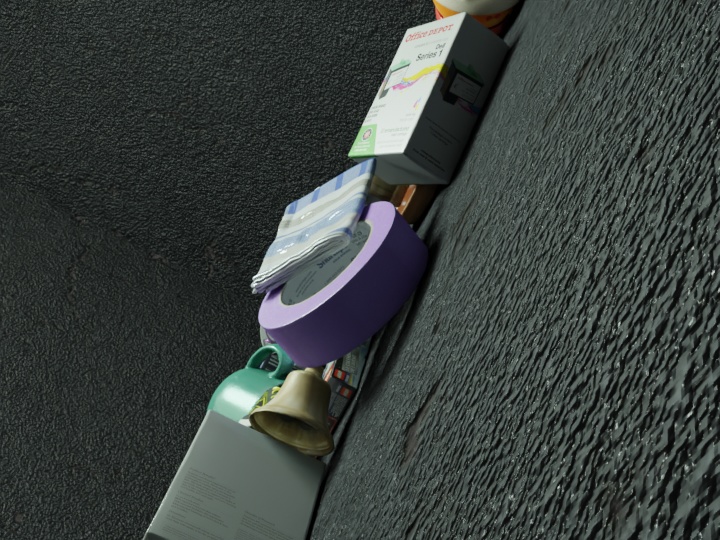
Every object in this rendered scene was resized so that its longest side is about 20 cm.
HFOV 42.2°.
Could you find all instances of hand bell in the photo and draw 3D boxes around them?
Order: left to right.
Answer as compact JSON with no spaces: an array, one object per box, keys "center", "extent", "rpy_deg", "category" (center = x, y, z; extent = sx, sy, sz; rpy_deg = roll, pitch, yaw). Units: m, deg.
[{"center":[-0.049,0.103,1.099],"extent":[0.104,0.103,0.202],"rpy_deg":[121,170,-60],"category":"hand bell"}]

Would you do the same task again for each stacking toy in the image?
[{"center":[0.165,-0.361,1.373],"extent":[0.201,0.144,0.147],"rpy_deg":[87,-158,-55],"category":"stacking toy"}]

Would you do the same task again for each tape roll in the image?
[{"center":[-0.020,0.014,1.049],"extent":[0.199,0.066,0.201],"rpy_deg":[-37,20,16],"category":"tape roll"}]

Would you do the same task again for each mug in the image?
[{"center":[-0.159,0.218,1.463],"extent":[0.186,0.113,0.153],"rpy_deg":[-56,-42,-20],"category":"mug"}]

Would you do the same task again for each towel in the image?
[{"center":[-0.053,-0.058,1.126],"extent":[0.146,0.024,0.201],"rpy_deg":[-28,23,27],"category":"towel"}]

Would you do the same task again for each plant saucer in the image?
[{"center":[0.101,-0.149,1.326],"extent":[0.200,0.032,0.203],"rpy_deg":[-155,89,-86],"category":"plant saucer"}]

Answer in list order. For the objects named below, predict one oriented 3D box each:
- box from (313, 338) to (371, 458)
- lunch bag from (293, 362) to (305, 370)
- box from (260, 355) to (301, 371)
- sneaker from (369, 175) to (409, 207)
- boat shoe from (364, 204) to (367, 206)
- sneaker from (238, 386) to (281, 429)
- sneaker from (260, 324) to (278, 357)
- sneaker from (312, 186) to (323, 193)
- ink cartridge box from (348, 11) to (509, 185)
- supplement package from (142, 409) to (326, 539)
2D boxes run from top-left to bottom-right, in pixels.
[{"center":[-0.045,0.170,1.232],"extent":[0.138,0.039,0.201],"rpy_deg":[-72,8,-55],"category":"box"},{"center":[-0.029,0.061,1.404],"extent":[0.161,0.082,0.202],"rpy_deg":[127,167,-70],"category":"lunch bag"},{"center":[-0.087,0.109,1.632],"extent":[0.200,0.122,0.200],"rpy_deg":[-63,4,2],"category":"box"},{"center":[0.048,-0.169,1.383],"extent":[0.201,0.075,0.071],"rpy_deg":[-71,8,-58],"category":"sneaker"},{"center":[0.000,0.000,1.299],"extent":[0.072,0.067,0.203],"rpy_deg":[115,166,-70],"category":"boat shoe"},{"center":[-0.118,0.190,1.234],"extent":[0.200,0.074,0.086],"rpy_deg":[130,164,-75],"category":"sneaker"},{"center":[-0.092,0.049,1.485],"extent":[0.202,0.074,0.099],"rpy_deg":[-63,-13,17],"category":"sneaker"},{"center":[-0.011,-0.019,1.231],"extent":[0.081,0.144,0.202],"rpy_deg":[86,-165,-51],"category":"sneaker"},{"center":[0.087,-0.218,1.206],"extent":[0.144,0.083,0.202],"rpy_deg":[8,70,60],"category":"ink cartridge box"},{"center":[-0.146,0.289,0.992],"extent":[0.201,0.150,0.152],"rpy_deg":[-71,7,-62],"category":"supplement package"}]
